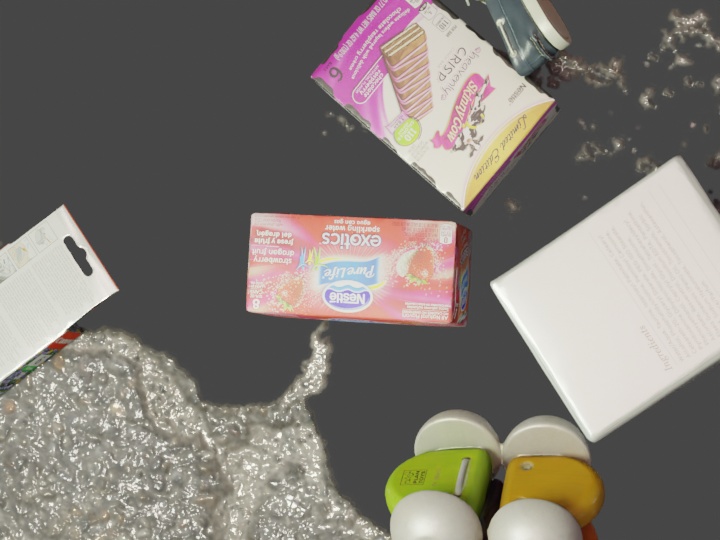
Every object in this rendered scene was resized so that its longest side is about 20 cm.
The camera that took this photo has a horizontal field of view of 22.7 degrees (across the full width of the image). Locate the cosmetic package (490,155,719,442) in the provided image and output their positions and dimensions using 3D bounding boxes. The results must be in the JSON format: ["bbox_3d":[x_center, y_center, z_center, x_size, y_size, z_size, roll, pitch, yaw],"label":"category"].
[{"bbox_3d":[0.247,0.028,1.584,0.199,0.167,0.167,-34,81,8],"label":"cosmetic package"}]

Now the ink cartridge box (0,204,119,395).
[{"bbox_3d":[-0.336,0.037,1.773,0.199,0.050,0.109,-36,80,7],"label":"ink cartridge box"}]

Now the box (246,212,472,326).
[{"bbox_3d":[0.000,0.000,1.675,0.197,0.100,0.097,3,87,12],"label":"box"}]

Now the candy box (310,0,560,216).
[{"bbox_3d":[0.071,-0.167,1.689,0.200,0.061,0.137,41,95,11],"label":"candy box"}]

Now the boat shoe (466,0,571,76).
[{"bbox_3d":[0.126,-0.267,1.668,0.062,0.075,0.201,-37,66,18],"label":"boat shoe"}]

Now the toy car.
[{"bbox_3d":[0.122,0.228,1.621,0.197,0.176,0.151,3,124,12],"label":"toy car"}]
